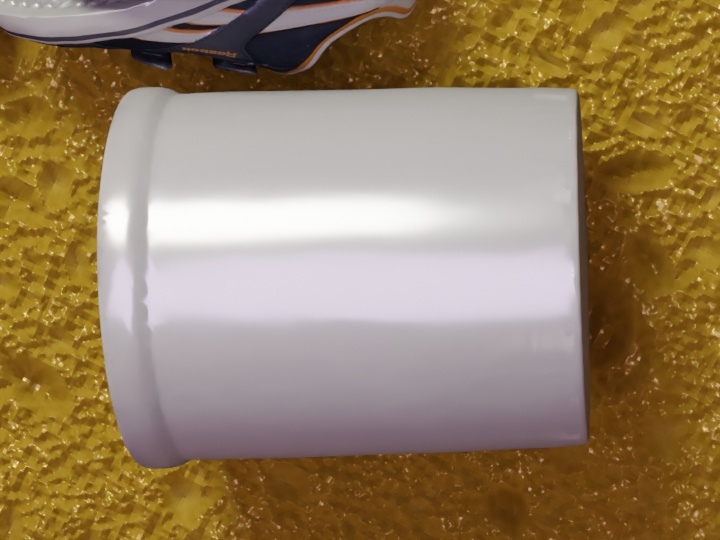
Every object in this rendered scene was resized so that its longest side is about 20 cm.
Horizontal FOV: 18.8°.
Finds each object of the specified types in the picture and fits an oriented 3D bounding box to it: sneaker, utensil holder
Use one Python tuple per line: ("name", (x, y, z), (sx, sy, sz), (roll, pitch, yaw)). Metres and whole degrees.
("sneaker", (-0.068, -0.124, 0.984), (0.199, 0.079, 0.080), (-9, 141, 11))
("utensil holder", (0.000, 0.000, 0.965), (0.199, 0.170, 0.171), (-2, 100, 7))
